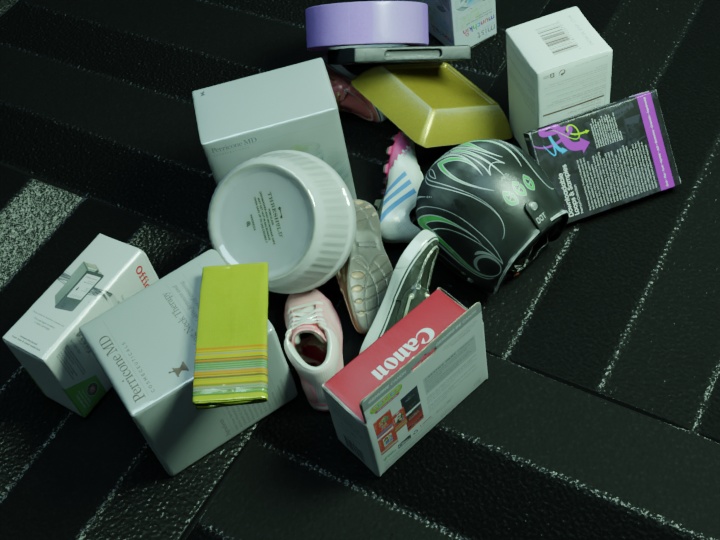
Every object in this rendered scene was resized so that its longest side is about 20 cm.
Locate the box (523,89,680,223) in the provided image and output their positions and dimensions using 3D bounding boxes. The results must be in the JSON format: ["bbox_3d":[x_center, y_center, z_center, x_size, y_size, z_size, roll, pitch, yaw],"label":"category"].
[{"bbox_3d":[0.348,-0.161,1.401,0.199,0.144,0.036,-19,9,-7],"label":"box"}]

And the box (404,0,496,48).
[{"bbox_3d":[0.140,-0.507,1.678,0.096,0.177,0.200,-30,53,-14],"label":"box"}]

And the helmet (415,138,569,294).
[{"bbox_3d":[0.171,-0.086,1.344,0.200,0.200,0.191,-39,72,-20],"label":"helmet"}]

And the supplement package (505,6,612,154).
[{"bbox_3d":[0.292,-0.263,1.441,0.117,0.200,0.117,-19,50,-5],"label":"supplement package"}]

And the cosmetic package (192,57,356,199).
[{"bbox_3d":[-0.125,-0.184,1.454,0.199,0.200,0.123,-15,50,-1],"label":"cosmetic package"}]

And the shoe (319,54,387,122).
[{"bbox_3d":[-0.041,-0.283,1.606,0.091,0.072,0.200,-34,49,-15],"label":"shoe"}]

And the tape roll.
[{"bbox_3d":[0.011,-0.395,1.581,0.199,0.066,0.200,-1,10,0],"label":"tape roll"}]

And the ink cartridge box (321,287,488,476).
[{"bbox_3d":[0.058,0.124,1.193,0.200,0.176,0.084,-38,55,-20],"label":"ink cartridge box"}]

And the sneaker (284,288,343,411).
[{"bbox_3d":[-0.065,0.079,1.298,0.075,0.105,0.201,-15,50,0],"label":"sneaker"}]

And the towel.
[{"bbox_3d":[-0.152,0.074,1.163,0.086,0.018,0.201,-3,52,0],"label":"towel"}]

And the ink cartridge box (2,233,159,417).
[{"bbox_3d":[-0.364,0.074,1.328,0.084,0.146,0.200,21,58,26],"label":"ink cartridge box"}]

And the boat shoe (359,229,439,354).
[{"bbox_3d":[0.068,0.046,1.291,0.064,0.071,0.201,24,92,24],"label":"boat shoe"}]

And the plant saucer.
[{"bbox_3d":[0.118,-0.270,1.521,0.199,0.049,0.200,-10,44,-37],"label":"plant saucer"}]

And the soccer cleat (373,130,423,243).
[{"bbox_3d":[0.072,-0.122,1.463,0.086,0.070,0.201,10,59,5],"label":"soccer cleat"}]

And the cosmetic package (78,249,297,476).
[{"bbox_3d":[-0.216,0.118,1.252,0.200,0.167,0.167,-32,55,-14],"label":"cosmetic package"}]

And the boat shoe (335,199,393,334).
[{"bbox_3d":[0.000,0.000,1.373,0.075,0.072,0.201,6,63,-23],"label":"boat shoe"}]

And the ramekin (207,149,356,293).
[{"bbox_3d":[-0.115,-0.065,1.314,0.202,0.094,0.203,1,93,20],"label":"ramekin"}]

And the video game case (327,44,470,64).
[{"bbox_3d":[0.055,-0.339,1.532,0.180,0.026,0.200,-4,12,-13],"label":"video game case"}]
